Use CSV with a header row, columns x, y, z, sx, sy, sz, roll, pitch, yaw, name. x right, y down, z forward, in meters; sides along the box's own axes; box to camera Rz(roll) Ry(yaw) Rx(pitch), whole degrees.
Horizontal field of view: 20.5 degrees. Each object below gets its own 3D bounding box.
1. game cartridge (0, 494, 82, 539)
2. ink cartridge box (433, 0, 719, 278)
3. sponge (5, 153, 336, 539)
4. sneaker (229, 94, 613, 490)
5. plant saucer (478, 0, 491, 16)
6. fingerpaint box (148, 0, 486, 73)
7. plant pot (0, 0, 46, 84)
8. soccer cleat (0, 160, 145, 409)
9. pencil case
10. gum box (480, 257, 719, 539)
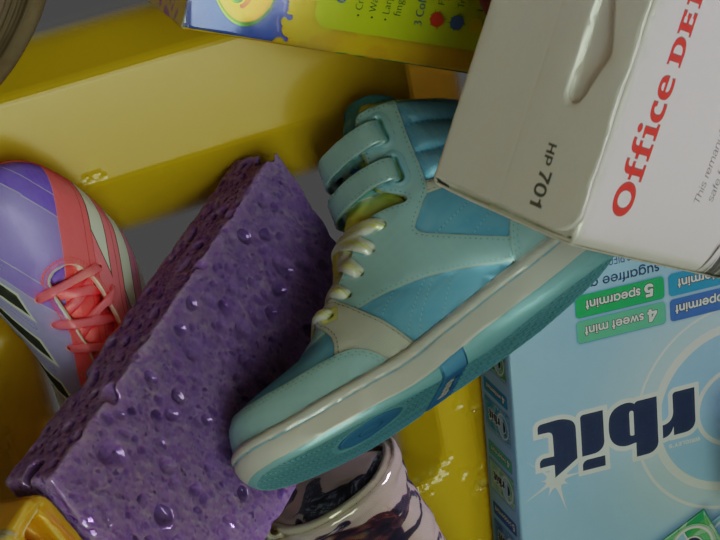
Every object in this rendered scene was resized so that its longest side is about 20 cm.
x,y,z,sx,sy,sz,roll,pitch,yaw,name
-0.161,0.173,0.853,0.177,0.199,0.033,55,43,-27,game cartridge
0.142,-0.077,0.808,0.199,0.086,0.147,10,102,-43,ink cartridge box
-0.063,0.056,0.858,0.112,0.030,0.200,57,46,-29,sponge
0.000,0.000,0.872,0.199,0.080,0.131,-32,78,-24,sneaker
0.152,-0.131,0.878,0.200,0.037,0.200,-46,133,-15,plant saucer
0.010,-0.194,0.832,0.166,0.073,0.202,5,106,-23,fingerpaint box
-0.210,-0.125,0.763,0.199,0.093,0.202,-7,112,-18,plant pot
-0.111,0.043,0.870,0.066,0.076,0.201,-27,116,-9,soccer cleat
0.014,0.170,0.961,0.089,0.077,0.201,-45,122,-32,pencil case
0.146,0.068,0.994,0.169,0.045,0.202,-13,112,-16,gum box
